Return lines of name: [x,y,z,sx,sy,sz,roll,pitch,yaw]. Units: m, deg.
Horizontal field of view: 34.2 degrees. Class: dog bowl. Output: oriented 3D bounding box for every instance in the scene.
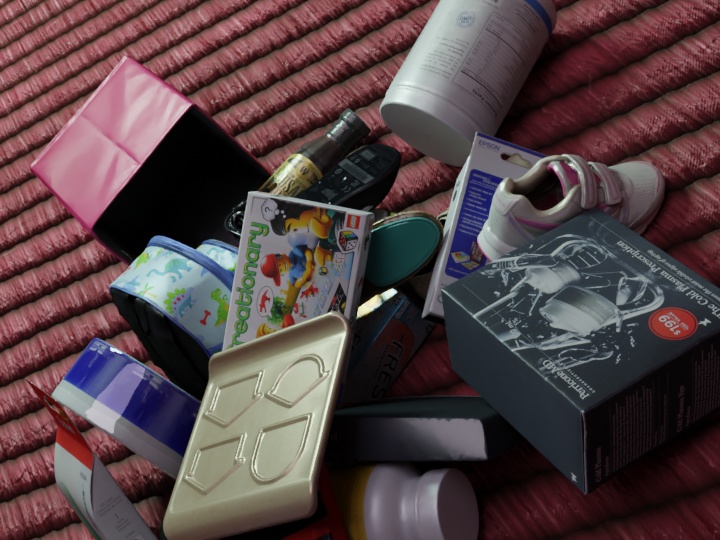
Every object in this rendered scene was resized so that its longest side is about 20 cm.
dog bowl: [-0.227,0.159,1.262,0.200,0.200,0.079,21,72,43]

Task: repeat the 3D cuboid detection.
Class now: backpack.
backpack: [-0.168,0.051,1.290,0.183,0.200,0.147,17,61,44]

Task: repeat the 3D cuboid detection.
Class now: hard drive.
hard drive: [0.054,0.149,1.106,0.200,0.135,0.042,-5,92,32]

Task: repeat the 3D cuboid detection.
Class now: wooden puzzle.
wooden puzzle: [-0.087,0.151,1.080,0.185,0.046,0.200,-21,44,35]

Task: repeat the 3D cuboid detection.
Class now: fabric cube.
fabric cube: [-0.255,-0.114,1.473,0.200,0.196,0.199,-51,45,-3]

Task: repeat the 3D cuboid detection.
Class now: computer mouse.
computer mouse: [-0.051,-0.073,1.283,0.200,0.046,0.140,-39,37,-15]

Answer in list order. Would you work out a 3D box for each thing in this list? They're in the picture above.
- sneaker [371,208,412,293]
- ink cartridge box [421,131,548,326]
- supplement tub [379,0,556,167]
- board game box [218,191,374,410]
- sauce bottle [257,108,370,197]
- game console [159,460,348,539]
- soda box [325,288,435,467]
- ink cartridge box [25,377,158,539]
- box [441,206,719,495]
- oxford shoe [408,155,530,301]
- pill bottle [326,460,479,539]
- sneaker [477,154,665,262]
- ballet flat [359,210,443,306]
sneaker: [0.002,-0.031,1.312,0.200,0.074,0.081,17,81,50]
ink cartridge box: [0.134,-0.032,1.183,0.039,0.099,0.200,131,157,-72]
supplement tub: [0.122,-0.233,1.317,0.132,0.132,0.200,19,74,43]
board game box: [-0.065,0.030,1.171,0.126,0.035,0.200,11,96,14]
sauce bottle: [-0.070,-0.112,1.426,0.200,0.066,0.066,-49,44,1]
game console: [-0.094,0.276,1.070,0.200,0.031,0.177,-31,56,22]
soda box: [-0.012,0.108,1.233,0.200,0.064,0.068,-54,43,-5]
ink cartridge box: [-0.303,0.218,1.255,0.050,0.200,0.161,-39,20,-20]
box: [0.203,0.062,1.025,0.182,0.104,0.200,-28,41,-19]
oxford shoe: [0.124,-0.049,1.230,0.071,0.074,0.200,24,77,45]
pill bottle: [0.004,0.236,1.097,0.200,0.112,0.112,-13,54,31]
sneaker: [0.211,-0.069,1.130,0.200,0.088,0.081,-20,51,-17]
ballet flat: [0.000,0.000,1.207,0.200,0.071,0.065,-34,8,13]
